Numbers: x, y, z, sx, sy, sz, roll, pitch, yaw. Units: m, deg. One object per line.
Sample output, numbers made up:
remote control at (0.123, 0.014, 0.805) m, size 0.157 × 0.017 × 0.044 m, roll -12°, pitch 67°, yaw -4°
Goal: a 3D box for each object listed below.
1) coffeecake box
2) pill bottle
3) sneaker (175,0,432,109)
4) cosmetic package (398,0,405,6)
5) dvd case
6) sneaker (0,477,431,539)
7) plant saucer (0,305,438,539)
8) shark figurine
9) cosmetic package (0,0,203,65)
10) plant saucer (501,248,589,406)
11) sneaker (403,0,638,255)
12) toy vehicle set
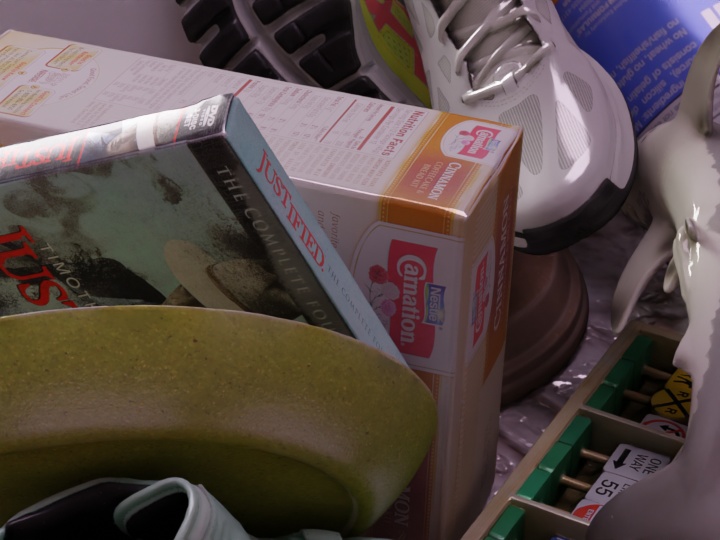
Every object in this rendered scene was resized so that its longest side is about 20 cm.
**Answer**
coffeecake box at (-0.050, 0.011, 0.718) m, size 0.199 × 0.154 × 0.073 m, roll 12°, pitch 32°, yaw 16°
pill bottle at (0.158, -0.056, 0.829) m, size 0.112 × 0.112 × 0.200 m, roll -21°, pitch 66°, yaw -32°
sneaker at (-0.009, -0.094, 0.845) m, size 0.078 × 0.200 × 0.090 m, roll -26°, pitch 8°, yaw 26°
cosmetic package at (0.065, -0.105, 0.979) m, size 0.199 × 0.074 × 0.102 m, roll 1°, pitch 32°, yaw 3°
dvd case at (-0.095, 0.017, 0.655) m, size 0.199 × 0.146 × 0.022 m, roll -10°, pitch 43°, yaw 25°
sneaker at (-0.018, 0.104, 0.592) m, size 0.200 × 0.118 × 0.074 m, roll -6°, pitch 59°, yaw -4°
plant saucer at (-0.074, 0.067, 0.623) m, size 0.199 × 0.200 × 0.031 m, roll -1°, pitch 64°, yaw -5°
shark figurine at (0.139, 0.006, 0.686) m, size 0.089 × 0.128 × 0.215 m, roll 15°, pitch 42°, yaw -10°
cosmetic package at (-0.148, -0.137, 0.914) m, size 0.166 × 0.168 × 0.200 m, roll -18°, pitch 28°, yaw -31°
plant saucer at (0.000, 0.000, 0.860) m, size 0.199 × 0.030 × 0.200 m, roll 1°, pitch 33°, yaw -1°
sneaker at (0.034, -0.102, 0.750) m, size 0.076 × 0.115 × 0.201 m, roll -29°, pitch 48°, yaw 14°
toy vehicle set at (0.117, 0.092, 0.718) m, size 0.124 × 0.027 × 0.200 m, roll 17°, pitch 35°, yaw 22°
